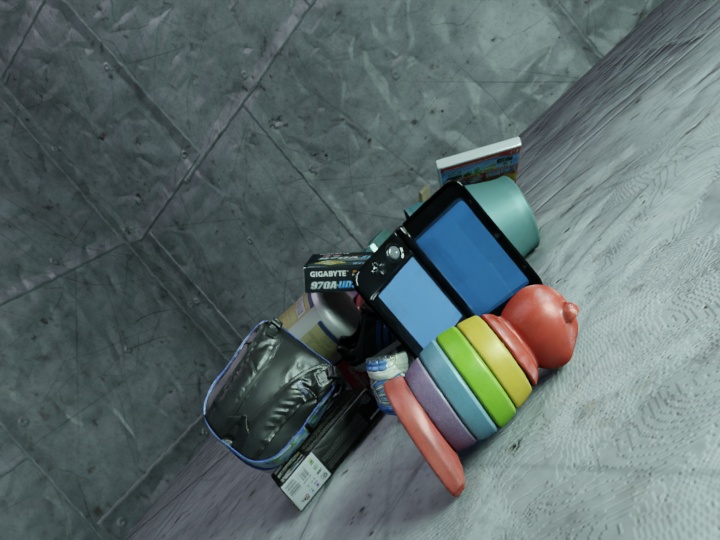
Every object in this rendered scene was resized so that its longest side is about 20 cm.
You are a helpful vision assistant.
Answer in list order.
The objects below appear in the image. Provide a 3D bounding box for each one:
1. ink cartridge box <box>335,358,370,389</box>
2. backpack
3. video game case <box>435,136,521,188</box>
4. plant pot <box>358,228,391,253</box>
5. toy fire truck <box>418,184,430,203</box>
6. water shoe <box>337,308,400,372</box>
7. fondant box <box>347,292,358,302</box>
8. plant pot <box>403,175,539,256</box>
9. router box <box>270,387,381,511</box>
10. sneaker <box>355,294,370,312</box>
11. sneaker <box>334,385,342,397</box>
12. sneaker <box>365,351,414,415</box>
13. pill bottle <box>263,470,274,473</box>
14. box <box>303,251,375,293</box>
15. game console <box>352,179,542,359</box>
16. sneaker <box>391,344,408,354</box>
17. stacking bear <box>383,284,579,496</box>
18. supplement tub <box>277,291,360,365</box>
[{"bbox_3d":[0.031,0.155,1.116,0.200,0.084,0.144,-46,4,-10],"label":"ink cartridge box"},{"bbox_3d":[-0.150,0.219,0.888,0.201,0.180,0.148,-50,-14,-24],"label":"backpack"},{"bbox_3d":[0.209,-0.159,0.941,0.138,0.018,0.200,-14,-19,9],"label":"video game case"},{"bbox_3d":[0.072,0.018,1.339,0.200,0.197,0.200,-43,3,3],"label":"plant pot"},{"bbox_3d":[0.164,-0.070,1.231,0.128,0.201,0.176,-39,4,39],"label":"toy fire truck"},{"bbox_3d":[0.036,0.094,0.912,0.201,0.078,0.072,-48,18,18],"label":"water shoe"},{"bbox_3d":[-0.047,0.101,1.201,0.144,0.057,0.205,-49,-18,-60],"label":"fondant box"},{"bbox_3d":[0.197,-0.060,0.916,0.184,0.205,0.200,-28,4,3],"label":"plant pot"},{"bbox_3d":[-0.058,0.287,0.880,0.200,0.051,0.149,-46,2,-20],"label":"router box"},{"bbox_3d":[0.027,0.069,1.081,0.088,0.073,0.200,-55,0,-2],"label":"sneaker"},{"bbox_3d":[-0.050,0.233,1.273,0.201,0.070,0.108,-51,2,-15],"label":"sneaker"},{"bbox_3d":[0.051,0.170,0.779,0.074,0.089,0.200,-12,-12,14],"label":"sneaker"},{"bbox_3d":[-0.156,0.318,1.106,0.119,0.120,0.200,-41,4,23],"label":"pill bottle"},{"bbox_3d":[0.000,0.000,0.966,0.192,0.048,0.159,-2,10,2],"label":"box"},{"bbox_3d":[0.118,0.019,0.723,0.176,0.201,0.116,-44,3,-28],"label":"game console"},{"bbox_3d":[0.131,0.079,0.953,0.111,0.073,0.203,-35,23,44],"label":"sneaker"},{"bbox_3d":[0.129,0.097,0.525,0.198,0.115,0.121,-39,4,2],"label":"stacking bear"},{"bbox_3d":[-0.100,0.133,1.042,0.199,0.145,0.145,-41,4,19],"label":"supplement tub"}]
